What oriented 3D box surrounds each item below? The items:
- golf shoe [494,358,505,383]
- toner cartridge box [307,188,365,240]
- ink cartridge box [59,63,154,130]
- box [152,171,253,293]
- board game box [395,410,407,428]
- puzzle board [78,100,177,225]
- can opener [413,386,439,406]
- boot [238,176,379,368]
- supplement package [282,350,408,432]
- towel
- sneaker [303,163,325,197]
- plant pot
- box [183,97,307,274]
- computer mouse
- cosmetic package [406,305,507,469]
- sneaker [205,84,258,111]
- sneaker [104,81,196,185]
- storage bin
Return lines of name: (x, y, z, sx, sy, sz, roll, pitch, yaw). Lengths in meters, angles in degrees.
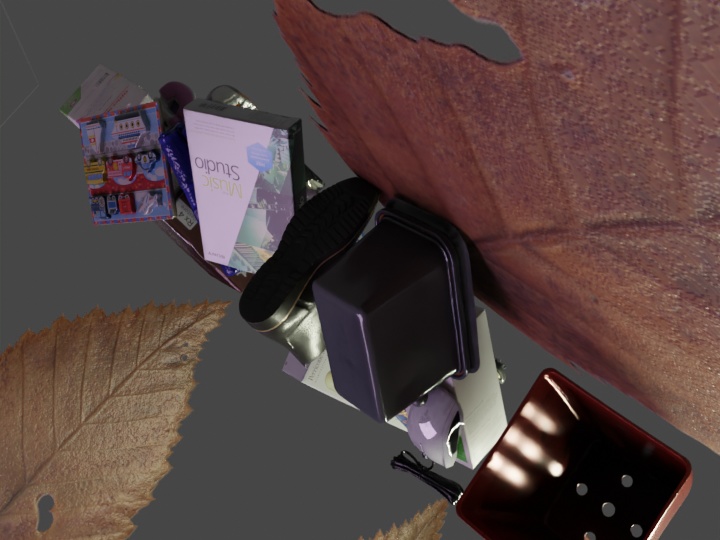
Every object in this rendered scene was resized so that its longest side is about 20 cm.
golf shoe: (0.103, 0.108, 1.305, 0.199, 0.095, 0.078, 42, 172, 8)
toner cartridge box: (0.000, 0.000, 1.212, 0.201, 0.043, 0.096, 52, -162, -26)
ink cartridge box: (-0.429, -0.275, 1.659, 0.199, 0.118, 0.067, 33, 170, 44)
box: (-0.206, -0.092, 1.432, 0.166, 0.165, 0.199, 45, 170, -21)
board game box: (0.081, 0.142, 1.365, 0.136, 0.034, 0.202, 49, -152, -36)
puzzle board: (-0.326, -0.142, 1.308, 0.197, 0.017, 0.154, -1, 99, 43)
can opener: (0.015, 0.081, 1.141, 0.199, 0.054, 0.067, 42, -179, 14)
boot: (-0.039, 0.005, 1.079, 0.077, 0.200, 0.139, 40, 173, 37)
supplement package: (0.003, 0.140, 1.528, 0.197, 0.154, 0.150, 26, 174, -16)
towel: (-0.194, -0.102, 1.247, 0.148, 0.049, 0.203, -99, -15, -75)
sneaker: (-0.110, -0.098, 1.233, 0.070, 0.094, 0.199, 42, 171, -15)
plant pot: (0.265, 0.267, 1.103, 0.199, 0.202, 0.176, 34, 180, 36)
box: (-0.128, -0.088, 1.099, 0.142, 0.036, 0.203, 15, 127, 25)
computer mouse: (0.084, 0.214, 1.180, 0.109, 0.044, 0.202, 32, 144, 29)
cosmetic package: (0.108, 0.133, 1.187, 0.106, 0.085, 0.203, 18, 137, 42)
sneaker: (-0.170, -0.179, 1.185, 0.078, 0.077, 0.200, 57, 168, 14)
sneaker: (-0.288, -0.174, 1.370, 0.081, 0.201, 0.088, 45, -170, 18)
storage bin: (0.026, 0.048, 0.998, 0.144, 0.133, 0.203, 29, 141, 40)
